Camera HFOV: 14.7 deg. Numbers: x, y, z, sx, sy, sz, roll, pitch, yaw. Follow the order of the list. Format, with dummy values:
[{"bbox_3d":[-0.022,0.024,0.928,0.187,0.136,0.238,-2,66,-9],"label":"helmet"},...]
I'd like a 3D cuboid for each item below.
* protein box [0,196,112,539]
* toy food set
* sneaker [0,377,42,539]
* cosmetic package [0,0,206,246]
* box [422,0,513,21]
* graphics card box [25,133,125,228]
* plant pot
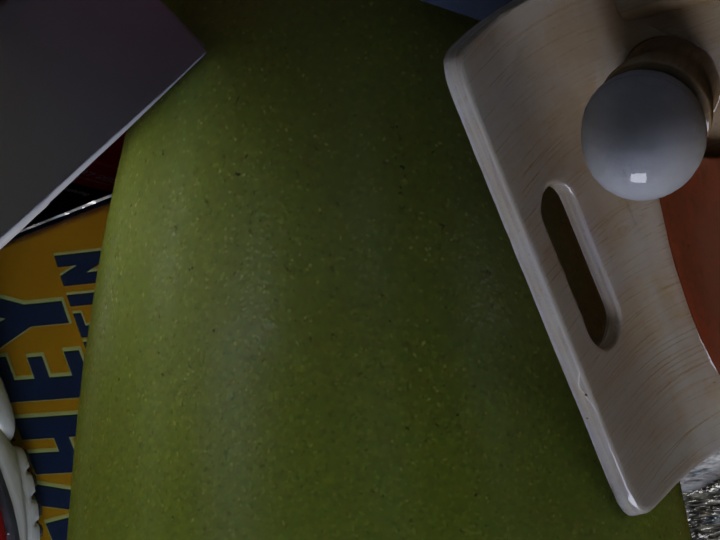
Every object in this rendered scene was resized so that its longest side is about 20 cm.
[{"bbox_3d":[-0.036,0.023,1.039,0.200,0.135,0.198,-19,-176,39],"label":"protein box"},{"bbox_3d":[0.135,-0.017,0.690,0.200,0.144,0.060,-13,-158,28],"label":"toy food set"},{"bbox_3d":[-0.170,0.036,0.955,0.077,0.200,0.085,-13,-169,36],"label":"sneaker"},{"bbox_3d":[-0.120,-0.014,0.710,0.083,0.051,0.200,-37,-173,34],"label":"cosmetic package"},{"bbox_3d":[0.078,-0.146,0.691,0.148,0.107,0.200,14,156,-42],"label":"box"},{"bbox_3d":[-0.189,-0.043,1.055,0.200,0.051,0.125,-17,158,39],"label":"graphics card box"},{"bbox_3d":[0.000,0.000,0.818,0.187,0.201,0.187,-3,177,0],"label":"plant pot"}]
